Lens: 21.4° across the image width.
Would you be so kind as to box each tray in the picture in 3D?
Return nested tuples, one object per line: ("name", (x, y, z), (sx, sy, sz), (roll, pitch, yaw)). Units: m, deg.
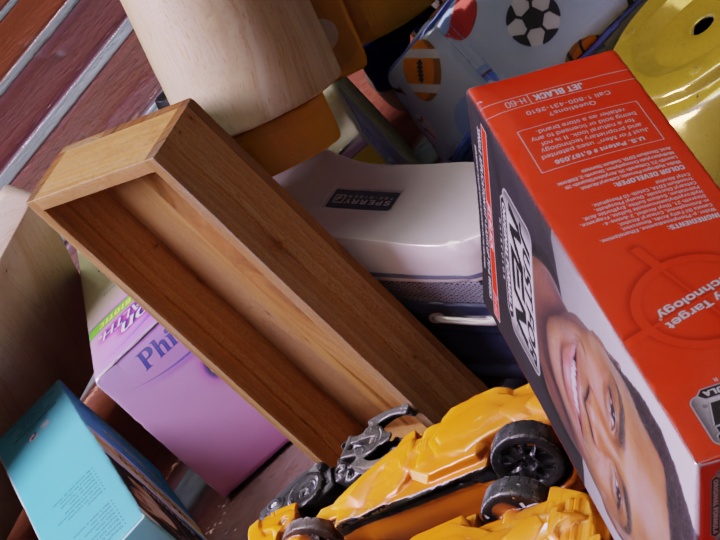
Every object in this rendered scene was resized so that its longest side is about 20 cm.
("tray", (-0.036, 0.016, 0.798), (0.098, 0.200, 0.037), (-13, 41, 50))

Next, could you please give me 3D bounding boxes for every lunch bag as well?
("lunch bag", (0.109, -0.123, 0.885), (0.200, 0.076, 0.160), (-42, -13, 5))

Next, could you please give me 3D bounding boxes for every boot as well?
("boot", (0.000, 0.000, 0.838), (0.199, 0.091, 0.073), (11, 50, 40))

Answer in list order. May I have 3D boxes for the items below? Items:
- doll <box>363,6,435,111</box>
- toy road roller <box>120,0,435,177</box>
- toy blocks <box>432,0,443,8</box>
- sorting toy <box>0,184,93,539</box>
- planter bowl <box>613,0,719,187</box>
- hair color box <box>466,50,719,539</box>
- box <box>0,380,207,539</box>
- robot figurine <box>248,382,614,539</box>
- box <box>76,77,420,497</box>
("doll", (0.026, -0.161, 1.022), (0.137, 0.048, 0.200), (-48, -17, -8))
("toy road roller", (-0.034, -0.129, 0.833), (0.145, 0.123, 0.200), (-27, 15, -6))
("toy blocks", (0.088, -0.173, 0.970), (0.137, 0.100, 0.200), (-53, -9, -4))
("sorting toy", (-0.223, 0.073, 1.001), (0.200, 0.069, 0.200), (81, -147, -66))
("planter bowl", (0.159, -0.075, 0.772), (0.200, 0.083, 0.201), (-36, 25, 20))
("hair color box", (0.096, 0.024, 0.626), (0.061, 0.102, 0.200), (-15, 39, -9))
("box", (-0.114, 0.121, 0.904), (0.049, 0.082, 0.200), (-46, 24, -4))
("robot figurine", (0.025, 0.110, 0.727), (0.199, 0.058, 0.145), (-28, 29, 34))
("box", (-0.051, -0.012, 0.996), (0.176, 0.097, 0.200), (-42, 23, 7))
